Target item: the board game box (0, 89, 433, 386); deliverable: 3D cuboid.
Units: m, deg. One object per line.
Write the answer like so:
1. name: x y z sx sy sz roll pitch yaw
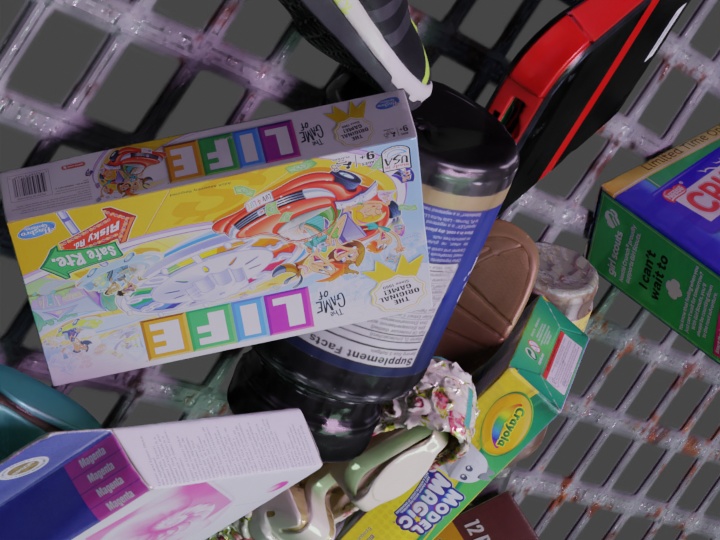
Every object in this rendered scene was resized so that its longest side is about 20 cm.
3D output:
1. board game box: -0.068 -0.014 1.332 0.200 0.034 0.135 -12 142 -3

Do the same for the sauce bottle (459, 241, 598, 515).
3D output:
1. sauce bottle: 0.096 0.076 1.730 0.065 0.065 0.200 -20 139 -43

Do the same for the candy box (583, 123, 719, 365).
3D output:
1. candy box: 0.275 -0.007 1.746 0.169 0.200 0.077 -28 142 -37

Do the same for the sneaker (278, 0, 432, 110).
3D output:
1. sneaker: 0.005 -0.150 1.345 0.083 0.072 0.200 -51 151 -4

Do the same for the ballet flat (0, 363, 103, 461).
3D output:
1. ballet flat: -0.203 0.069 1.307 0.070 0.067 0.200 -52 144 1

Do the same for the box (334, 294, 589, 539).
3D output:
1. box: 0.052 0.114 1.644 0.200 0.048 0.117 -45 -174 26

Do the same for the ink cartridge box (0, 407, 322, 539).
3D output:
1. ink cartridge box: -0.150 0.135 1.390 0.196 0.043 0.200 -33 163 32

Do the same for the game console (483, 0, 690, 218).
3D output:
1. game console: 0.123 -0.110 1.538 0.177 0.031 0.200 -41 169 -34

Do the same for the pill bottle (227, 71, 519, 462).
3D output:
1. pill bottle: 0.000 0.000 1.463 0.112 0.112 0.200 -10 131 -50

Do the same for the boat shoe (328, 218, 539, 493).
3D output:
1. boat shoe: 0.035 0.051 1.627 0.200 0.072 0.072 -56 -178 7

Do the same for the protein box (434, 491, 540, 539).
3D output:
1. protein box: 0.049 0.286 1.774 0.200 0.135 0.199 -26 145 -10

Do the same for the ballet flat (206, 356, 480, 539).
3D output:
1. ballet flat: -0.016 0.120 1.558 0.200 0.064 0.076 -36 129 21
